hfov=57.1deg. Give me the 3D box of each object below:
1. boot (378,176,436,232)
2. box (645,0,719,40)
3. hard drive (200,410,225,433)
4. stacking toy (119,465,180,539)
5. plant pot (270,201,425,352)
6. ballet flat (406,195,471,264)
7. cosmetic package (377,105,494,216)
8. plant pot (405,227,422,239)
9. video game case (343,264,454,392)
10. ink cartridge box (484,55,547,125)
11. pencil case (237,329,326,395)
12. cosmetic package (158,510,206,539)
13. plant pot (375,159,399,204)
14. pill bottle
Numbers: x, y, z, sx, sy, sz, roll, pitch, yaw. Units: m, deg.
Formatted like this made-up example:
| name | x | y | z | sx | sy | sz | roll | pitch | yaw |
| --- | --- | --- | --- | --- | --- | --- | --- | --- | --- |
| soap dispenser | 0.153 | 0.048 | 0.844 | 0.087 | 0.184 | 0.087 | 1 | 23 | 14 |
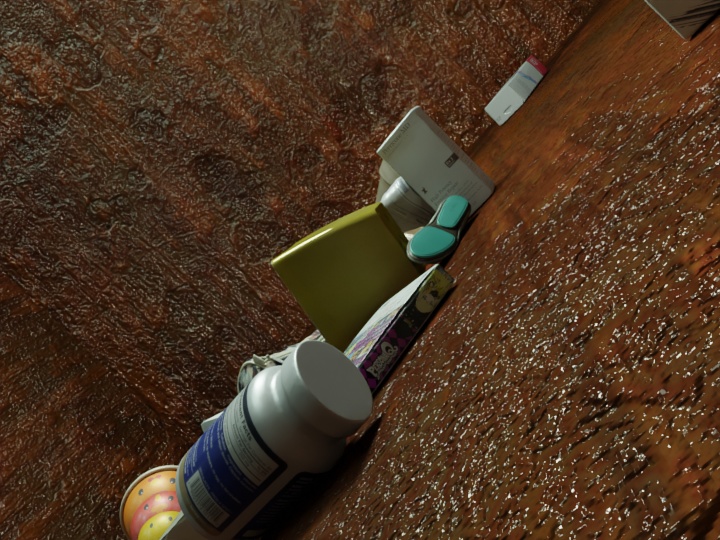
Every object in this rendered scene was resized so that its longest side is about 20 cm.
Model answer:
| name | x | y | z | sx | sy | sz | roll | pitch | yaw |
| --- | --- | --- | --- | --- | --- | --- | --- | --- | --- |
| boot | 0.098 | -0.108 | 1.254 | 0.095 | 0.074 | 0.199 | -42 | -35 | 20 |
| box | 0.381 | -0.333 | 0.648 | 0.200 | 0.068 | 0.082 | -47 | 2 | 46 |
| hard drive | -0.159 | 0.222 | 1.136 | 0.131 | 0.027 | 0.199 | -25 | -2 | 39 |
| stacking toy | -0.290 | 0.402 | 1.007 | 0.147 | 0.146 | 0.200 | -48 | 20 | -8 |
| plant pot | 0.000 | 0.000 | 1.079 | 0.175 | 0.201 | 0.200 | -35 | 5 | 11 |
| ballet flat | 0.128 | -0.049 | 1.061 | 0.200 | 0.066 | 0.065 | -50 | -24 | -45 |
| cosmetic package | 0.134 | -0.181 | 1.167 | 0.102 | 0.200 | 0.074 | -46 | 4 | 23 |
| plant pot | 0.043 | -0.031 | 1.292 | 0.201 | 0.196 | 0.095 | -54 | -34 | -70 |
| video game case | 0.022 | 0.093 | 0.844 | 0.182 | 0.036 | 0.200 | -50 | 2 | -26 |
| ink cartridge box | 0.524 | -0.605 | 2.224 | 0.200 | 0.086 | 0.148 | -49 | 2 | -33 |
| pencil case | -0.102 | 0.152 | 1.052 | 0.199 | 0.077 | 0.091 | -20 | -42 | -54 |
| cosmetic package | -0.162 | 0.279 | 0.828 | 0.105 | 0.071 | 0.200 | -48 | 2 | 25 |
| plant pot | 0.108 | -0.141 | 1.487 | 0.176 | 0.197 | 0.200 | -63 | -4 | 23 |
| pill bottle | -0.084 | 0.168 | 0.647 | 0.200 | 0.116 | 0.116 | -47 | 3 | 23 |
